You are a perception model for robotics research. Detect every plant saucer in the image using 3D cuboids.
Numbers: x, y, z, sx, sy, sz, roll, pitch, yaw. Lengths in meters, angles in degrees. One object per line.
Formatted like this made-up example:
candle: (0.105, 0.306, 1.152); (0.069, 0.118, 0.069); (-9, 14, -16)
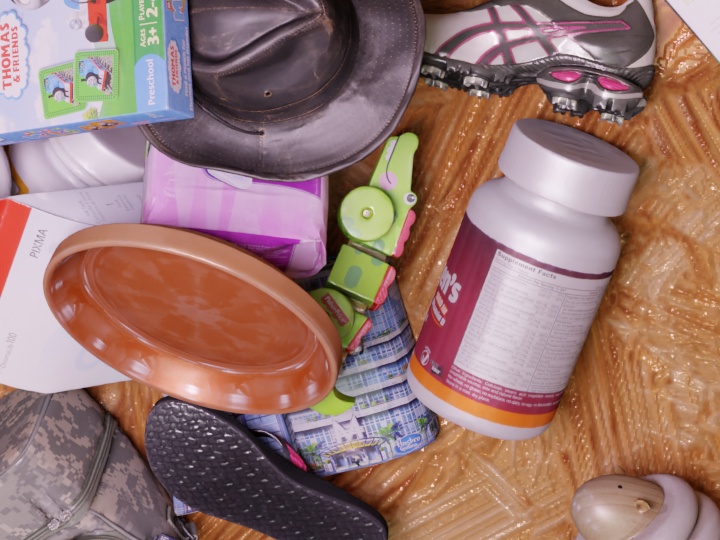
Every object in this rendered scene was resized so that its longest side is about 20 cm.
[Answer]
plant saucer: (-0.106, 0.029, 1.238); (0.199, 0.032, 0.201); (15, 149, 9)

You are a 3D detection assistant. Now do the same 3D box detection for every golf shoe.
golf shoe: (0.101, -0.158, 1.294); (0.199, 0.077, 0.089); (11, 89, 5)

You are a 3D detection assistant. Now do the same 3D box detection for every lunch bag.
lunch bag: (-0.243, 0.195, 1.428); (0.200, 0.140, 0.168); (-34, 114, 19)

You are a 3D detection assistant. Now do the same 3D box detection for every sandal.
sandal: (-0.069, 0.149, 1.366); (0.200, 0.045, 0.075); (32, 116, -17)

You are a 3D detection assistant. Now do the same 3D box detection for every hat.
hat: (-0.062, -0.152, 1.179); (0.200, 0.081, 0.202); (-2, 76, 8)

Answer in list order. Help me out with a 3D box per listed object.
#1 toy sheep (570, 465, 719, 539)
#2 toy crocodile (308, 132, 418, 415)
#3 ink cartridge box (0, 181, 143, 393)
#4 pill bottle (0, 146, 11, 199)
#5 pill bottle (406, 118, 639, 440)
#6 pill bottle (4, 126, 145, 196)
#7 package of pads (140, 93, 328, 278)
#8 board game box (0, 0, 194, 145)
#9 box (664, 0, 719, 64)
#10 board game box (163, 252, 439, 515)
toy sheep: (0.214, 0.221, 1.350); (0.138, 0.138, 0.200); (-31, 113, 18)
toy crocodile: (0.000, 0.000, 1.311); (0.062, 0.068, 0.201); (22, 84, -3)
ink cartridge box: (-0.219, 0.019, 1.286); (0.047, 0.199, 0.160); (53, 134, 30)
pill bottle: (-0.330, -0.065, 1.321); (0.200, 0.116, 0.117); (12, 116, 54)
pill bottle: (0.112, 0.005, 1.311); (0.109, 0.110, 0.201); (21, 109, 4)
pill bottle: (-0.231, -0.026, 1.366); (0.109, 0.109, 0.200); (41, 110, -4)
package of pads: (-0.080, -0.096, 1.269); (0.120, 0.076, 0.201); (5, 64, -10)
board game box: (-0.200, -0.157, 1.179); (0.199, 0.037, 0.152); (-6, 84, 25)
box: (0.315, -0.156, 1.264); (0.144, 0.036, 0.200); (-40, 95, 19)
board game box: (-0.067, 0.056, 1.386); (0.199, 0.062, 0.201); (-14, 104, 15)
